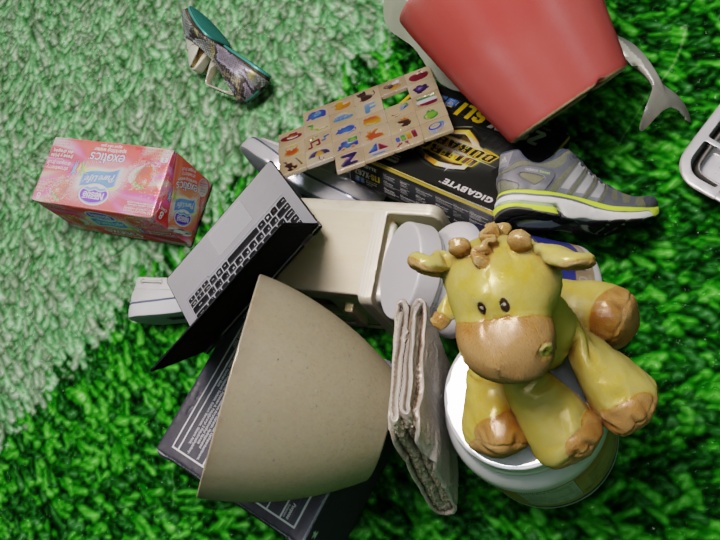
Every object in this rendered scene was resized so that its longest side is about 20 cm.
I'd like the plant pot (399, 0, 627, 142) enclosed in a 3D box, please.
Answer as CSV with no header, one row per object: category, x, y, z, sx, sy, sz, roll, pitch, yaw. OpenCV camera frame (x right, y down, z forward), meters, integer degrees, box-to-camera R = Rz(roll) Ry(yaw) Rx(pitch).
plant pot,0.169,-0.245,0.876,0.200,0.200,0.178,-33,89,6

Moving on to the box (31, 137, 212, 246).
box,-0.312,-0.104,1.112,0.198,0.103,0.095,9,73,23

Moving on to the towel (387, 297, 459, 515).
towel,0.065,0.129,0.782,0.034,0.201,0.133,-4,54,16

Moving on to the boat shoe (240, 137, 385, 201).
boat shoe,-0.056,-0.119,1.037,0.199,0.074,0.066,32,74,18

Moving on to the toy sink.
toy sink,0.000,0.000,0.937,0.198,0.130,0.113,5,71,21

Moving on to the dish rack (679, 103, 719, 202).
dish rack,0.448,-0.108,0.857,0.200,0.044,0.172,37,85,29

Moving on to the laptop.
laptop,-0.144,-0.014,0.859,0.187,0.116,0.200,-46,49,10

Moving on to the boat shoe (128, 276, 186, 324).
boat shoe,-0.198,0.025,1.034,0.198,0.074,0.066,-5,72,18

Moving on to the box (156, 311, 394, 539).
box,-0.070,0.161,0.903,0.197,0.123,0.201,25,79,27

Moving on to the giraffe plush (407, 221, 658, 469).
giraffe plush,0.120,0.036,0.628,0.172,0.162,0.201,-28,63,8

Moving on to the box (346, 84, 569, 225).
box,0.111,-0.128,0.955,0.199,0.050,0.160,27,53,28

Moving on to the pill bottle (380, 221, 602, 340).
pill bottle,0.127,0.016,0.836,0.198,0.116,0.117,9,67,-20

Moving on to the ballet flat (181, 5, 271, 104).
ballet flat,-0.202,-0.292,1.165,0.072,0.072,0.200,-44,60,0

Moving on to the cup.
cup,-0.050,0.120,0.756,0.142,0.200,0.202,16,74,-6

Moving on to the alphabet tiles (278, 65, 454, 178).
alphabet tiles,-0.001,-0.163,0.966,0.198,0.008,0.168,-20,36,8

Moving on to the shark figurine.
shark figurine,0.275,-0.239,0.959,0.213,0.089,0.129,20,111,34

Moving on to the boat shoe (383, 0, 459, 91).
boat shoe,0.104,-0.290,1.037,0.071,0.070,0.201,-14,48,-28

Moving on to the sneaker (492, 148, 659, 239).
sneaker,0.223,-0.082,0.864,0.074,0.198,0.082,-26,63,60

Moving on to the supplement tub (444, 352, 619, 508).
supplement tub,0.159,0.136,0.781,0.143,0.200,0.146,-8,67,18
